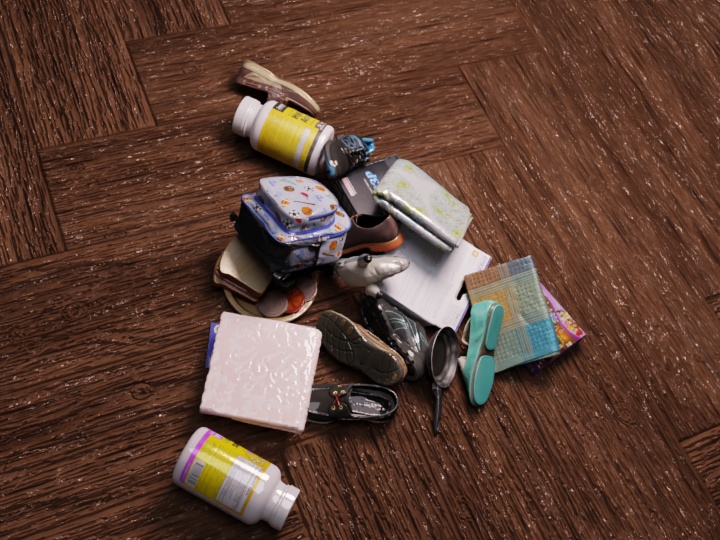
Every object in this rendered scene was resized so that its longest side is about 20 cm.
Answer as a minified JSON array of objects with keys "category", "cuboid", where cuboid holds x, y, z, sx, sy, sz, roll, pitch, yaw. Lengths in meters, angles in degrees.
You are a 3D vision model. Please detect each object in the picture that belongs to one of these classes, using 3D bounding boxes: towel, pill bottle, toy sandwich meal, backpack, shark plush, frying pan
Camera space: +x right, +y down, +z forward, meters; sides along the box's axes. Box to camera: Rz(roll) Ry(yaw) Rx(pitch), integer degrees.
[{"category":"towel","cuboid":[0.128,-0.130,1.714,0.199,0.048,0.171,35,30,-1]},{"category":"pill bottle","cuboid":[-0.203,0.349,1.433,0.199,0.105,0.105,28,57,4]},{"category":"toy sandwich meal","cuboid":[-0.177,0.007,1.665,0.203,0.070,0.207,6,58,-9]},{"category":"backpack","cuboid":[-0.117,-0.088,1.625,0.189,0.155,0.200,-5,44,-42]},{"category":"pill bottle","cuboid":[-0.164,-0.288,1.823,0.198,0.112,0.112,24,57,3]},{"category":"shark plush","cuboid":[0.000,0.000,1.676,0.083,0.199,0.091,-39,110,-38]},{"category":"towel","cuboid":[-0.176,0.180,1.544,0.189,0.032,0.202,11,58,-2]},{"category":"frying pan","cuboid":[0.156,0.200,1.636,0.031,0.192,0.115,3,7,33]},{"category":"towel","cuboid":[0.293,0.086,1.687,0.145,0.022,0.202,-17,77,10]}]

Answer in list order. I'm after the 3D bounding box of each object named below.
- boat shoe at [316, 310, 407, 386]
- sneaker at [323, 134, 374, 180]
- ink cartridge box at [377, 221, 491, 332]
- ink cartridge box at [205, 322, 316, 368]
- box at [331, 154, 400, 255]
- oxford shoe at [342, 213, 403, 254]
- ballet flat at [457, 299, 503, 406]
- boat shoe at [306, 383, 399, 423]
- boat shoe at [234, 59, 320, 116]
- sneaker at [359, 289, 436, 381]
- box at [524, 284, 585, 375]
[{"category":"boat shoe","cuboid":[0.004,0.148,1.623,0.199,0.074,0.076,38,103,22]},{"category":"sneaker","cuboid":[-0.024,-0.243,1.797,0.081,0.074,0.200,-2,26,13]},{"category":"ink cartridge box","cuboid":[0.137,0.004,1.729,0.199,0.041,0.201,33,67,-6]},{"category":"ink cartridge box","cuboid":[-0.183,0.142,1.605,0.198,0.037,0.096,6,59,-6]},{"category":"box","cuboid":[0.053,-0.136,1.816,0.158,0.046,0.201,-19,66,-22]},{"category":"oxford shoe","cuboid":[-0.014,-0.080,1.710,0.198,0.073,0.071,-5,38,25]},{"category":"ballet flat","cuboid":[0.224,0.155,1.657,0.067,0.070,0.202,15,84,-45]},{"category":"boat shoe","cuboid":[-0.029,0.236,1.566,0.199,0.063,0.074,5,63,-7]},{"category":"boat shoe","cuboid":[-0.186,-0.386,1.914,0.199,0.072,0.072,30,87,-6]},{"category":"sneaker","cuboid":[0.072,0.117,1.663,0.079,0.075,0.201,-25,75,-36]},{"category":"box","cuboid":[0.336,0.093,1.743,0.136,0.039,0.200,-30,70,-26]}]
